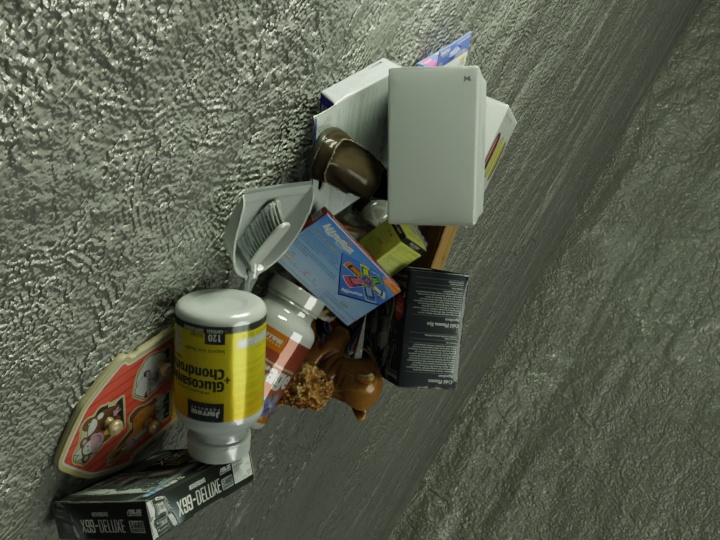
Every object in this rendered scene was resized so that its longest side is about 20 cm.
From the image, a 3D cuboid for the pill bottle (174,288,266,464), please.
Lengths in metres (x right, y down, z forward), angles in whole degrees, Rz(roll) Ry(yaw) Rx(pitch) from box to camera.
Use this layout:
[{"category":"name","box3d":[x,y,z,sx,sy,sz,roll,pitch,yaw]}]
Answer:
[{"category":"pill bottle","box3d":[-0.175,0.132,0.953,0.112,0.111,0.202,-23,121,-57]}]

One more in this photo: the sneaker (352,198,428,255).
[{"category":"sneaker","box3d":[0.064,-0.075,1.274,0.076,0.116,0.200,-40,163,13]}]

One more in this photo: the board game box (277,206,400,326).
[{"category":"board game box","box3d":[-0.034,-0.001,1.107,0.103,0.020,0.200,-32,132,13]}]

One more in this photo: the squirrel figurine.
[{"category":"squirrel figurine","box3d":[-0.067,0.170,1.204,0.200,0.186,0.142,-31,145,-53]}]

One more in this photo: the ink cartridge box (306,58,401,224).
[{"category":"ink cartridge box","box3d":[-0.023,-0.173,1.077,0.200,0.040,0.201,-40,150,-41]}]

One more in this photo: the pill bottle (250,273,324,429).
[{"category":"pill bottle","box3d":[-0.136,0.111,1.081,0.201,0.112,0.112,-59,159,-4]}]

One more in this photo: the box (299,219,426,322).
[{"category":"box","box3d":[0.000,0.000,1.178,0.200,0.050,0.075,-38,150,16]}]

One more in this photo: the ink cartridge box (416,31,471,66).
[{"category":"ink cartridge box","box3d":[0.120,-0.288,1.257,0.119,0.042,0.201,-41,154,-44]}]

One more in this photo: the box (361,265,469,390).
[{"category":"box","box3d":[0.085,0.086,1.264,0.200,0.103,0.184,-168,-97,-73]}]

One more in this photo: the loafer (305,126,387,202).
[{"category":"loafer","box3d":[-0.003,-0.135,1.016,0.073,0.071,0.200,-64,157,9]}]

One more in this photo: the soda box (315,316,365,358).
[{"category":"soda box","box3d":[-0.041,0.113,1.353,0.063,0.070,0.201,-42,152,-50]}]

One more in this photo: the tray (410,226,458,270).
[{"category":"tray","box3d":[0.139,-0.081,1.477,0.037,0.099,0.201,-3,124,-31]}]

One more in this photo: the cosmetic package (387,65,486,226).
[{"category":"cosmetic package","box3d":[0.109,-0.171,1.065,0.200,0.122,0.201,-37,128,-77]}]

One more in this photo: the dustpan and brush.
[{"category":"dustpan and brush","box3d":[-0.134,-0.019,0.984,0.139,0.057,0.200,-18,153,-54]}]

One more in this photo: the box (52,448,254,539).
[{"category":"box","box3d":[-0.254,0.278,0.968,0.200,0.157,0.050,-14,94,-61]}]

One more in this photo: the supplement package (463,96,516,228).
[{"category":"supplement package","box3d":[0.164,-0.188,1.273,0.201,0.109,0.114,-65,162,6]}]

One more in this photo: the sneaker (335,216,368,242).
[{"category":"sneaker","box3d":[-0.020,-0.030,1.223,0.080,0.071,0.200,-58,155,5]}]

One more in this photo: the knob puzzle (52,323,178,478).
[{"category":"knob puzzle","box3d":[-0.286,0.182,0.943,0.220,0.030,0.220,-48,156,-30]}]
